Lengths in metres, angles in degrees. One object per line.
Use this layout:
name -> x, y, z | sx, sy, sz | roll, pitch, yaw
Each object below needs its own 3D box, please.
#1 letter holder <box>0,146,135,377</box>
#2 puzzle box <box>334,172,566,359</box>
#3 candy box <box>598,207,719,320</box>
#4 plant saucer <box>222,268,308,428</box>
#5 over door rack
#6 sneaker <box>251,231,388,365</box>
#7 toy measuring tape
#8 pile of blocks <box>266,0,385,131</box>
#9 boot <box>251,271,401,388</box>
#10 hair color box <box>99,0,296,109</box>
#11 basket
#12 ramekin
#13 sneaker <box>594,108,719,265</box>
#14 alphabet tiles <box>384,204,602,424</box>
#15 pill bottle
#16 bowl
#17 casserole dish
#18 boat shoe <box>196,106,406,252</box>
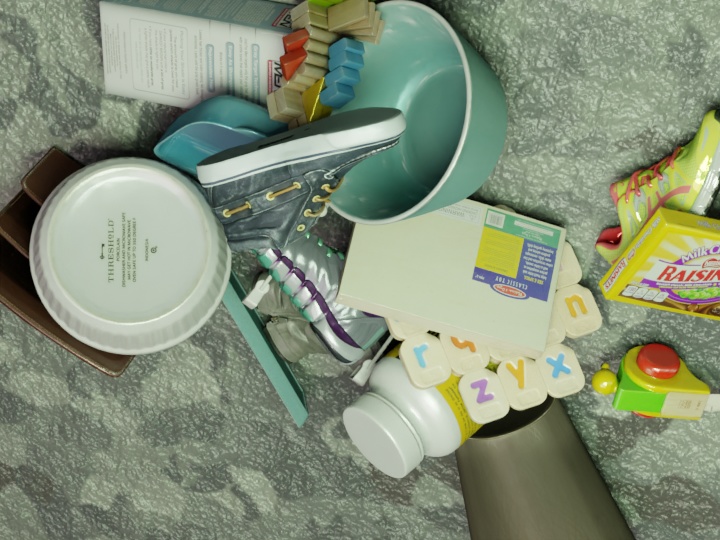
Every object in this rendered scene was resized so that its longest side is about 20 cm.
letter holder -> -0.287, -0.005, 1.719 | 0.200, 0.142, 0.101 | 37, 127, -5
puzzle box -> 0.086, -0.004, 1.548 | 0.200, 0.133, 0.025 | 17, 154, -5
candy box -> 0.323, 0.001, 1.498 | 0.200, 0.026, 0.102 | 10, 131, -27
plant saucer -> -0.106, 0.071, 1.751 | 0.019, 0.070, 0.200 | -26, 111, 4
over door rack -> 0.000, 0.000, 1.616 | 0.148, 0.067, 0.200 | 37, 98, -4
sneaker -> -0.042, -0.011, 1.567 | 0.087, 0.074, 0.200 | -38, 101, -5
toy measuring tape -> 0.320, 0.109, 1.625 | 0.200, 0.074, 0.074 | 5, 126, -9
pile of blocks -> -0.033, -0.206, 1.476 | 0.082, 0.062, 0.200 | 19, 97, 44
boot -> -0.024, 0.076, 1.726 | 0.130, 0.068, 0.200 | -16, 106, 32
hair color box -> -0.143, -0.207, 1.582 | 0.200, 0.061, 0.099 | 12, 126, 14
basket -> 0.173, 0.224, 1.704 | 0.180, 0.136, 0.200 | -11, 113, 25
ramekin -> -0.225, -0.020, 1.632 | 0.202, 0.203, 0.094 | 33, 170, -2
sneaker -> 0.272, -0.067, 1.506 | 0.090, 0.078, 0.200 | 29, 126, 9
alphabet tiles -> 0.123, 0.040, 1.563 | 0.015, 0.200, 0.196 | 118, 133, -67
pill bottle -> 0.082, 0.105, 1.600 | 0.112, 0.200, 0.113 | 38, 152, 25
bowl -> 0.053, -0.134, 1.497 | 0.201, 0.105, 0.201 | -7, 80, 43
casserole dish -> -0.121, -0.122, 1.587 | 0.121, 0.039, 0.200 | 21, 164, -20
boat shoe -> -0.042, -0.079, 1.466 | 0.200, 0.071, 0.091 | -14, 107, 23
